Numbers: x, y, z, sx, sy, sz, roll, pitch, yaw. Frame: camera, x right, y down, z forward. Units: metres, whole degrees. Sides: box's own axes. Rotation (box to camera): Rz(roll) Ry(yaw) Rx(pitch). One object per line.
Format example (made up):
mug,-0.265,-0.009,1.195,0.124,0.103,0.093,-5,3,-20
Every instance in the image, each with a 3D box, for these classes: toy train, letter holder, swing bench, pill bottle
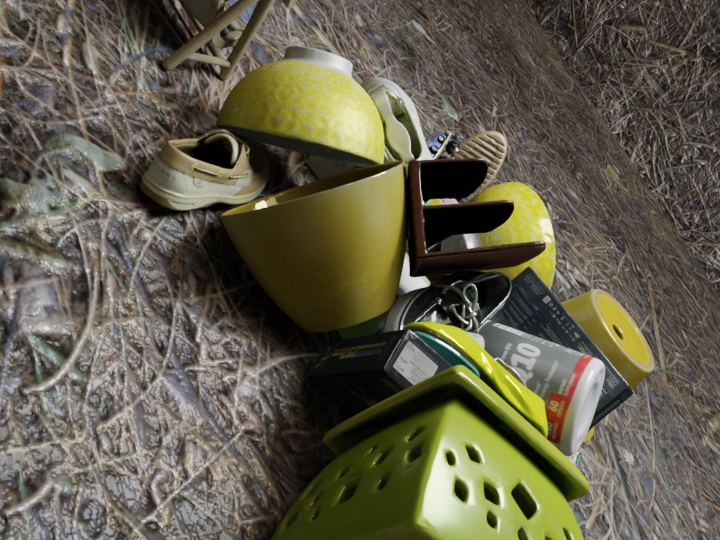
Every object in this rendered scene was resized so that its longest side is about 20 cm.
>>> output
toy train,0.067,-0.108,1.088,0.046,0.034,0.201,33,64,5
letter holder,0.123,-0.056,0.946,0.200,0.141,0.102,72,14,-84
swing bench,-0.189,-0.380,1.049,0.200,0.200,0.129,57,28,12
pill bottle,0.168,0.124,0.984,0.199,0.115,0.114,19,16,26

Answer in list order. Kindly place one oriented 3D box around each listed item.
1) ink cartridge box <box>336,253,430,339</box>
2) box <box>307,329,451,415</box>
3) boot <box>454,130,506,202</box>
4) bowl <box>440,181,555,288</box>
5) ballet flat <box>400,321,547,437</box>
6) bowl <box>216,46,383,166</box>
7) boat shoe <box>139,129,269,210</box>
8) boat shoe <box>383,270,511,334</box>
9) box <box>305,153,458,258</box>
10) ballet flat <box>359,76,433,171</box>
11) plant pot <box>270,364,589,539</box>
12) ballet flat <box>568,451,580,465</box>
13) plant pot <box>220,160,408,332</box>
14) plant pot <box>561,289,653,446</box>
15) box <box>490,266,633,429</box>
ink cartridge box,0.000,0.000,1.045,0.146,0.048,0.200,52,25,0
box,0.063,0.142,0.839,0.200,0.157,0.051,42,65,-18
boot,0.144,-0.149,1.277,0.072,0.200,0.167,41,26,-7
bowl,0.181,-0.026,1.238,0.107,0.201,0.201,-4,54,-24
ballet flat,0.119,0.104,0.868,0.200,0.067,0.067,42,47,-16
bowl,-0.059,-0.197,0.999,0.198,0.109,0.200,14,2,-1
boat shoe,-0.151,-0.114,0.915,0.074,0.067,0.200,36,25,11
boat shoe,0.101,0.047,0.922,0.199,0.068,0.074,-20,100,-50
box,0.039,-0.111,1.175,0.201,0.101,0.112,53,28,3
ballet flat,0.041,-0.186,1.069,0.069,0.069,0.201,17,41,-47
plant pot,0.062,0.205,0.690,0.200,0.199,0.182,41,41,-19
ballet flat,0.227,0.267,1.050,0.072,0.072,0.200,51,26,0
plant pot,-0.032,-0.019,0.898,0.200,0.198,0.143,-36,113,-63
plant pot,0.281,0.129,1.160,0.200,0.189,0.202,35,31,-26
box,0.213,0.120,1.064,0.200,0.157,0.051,54,9,30
